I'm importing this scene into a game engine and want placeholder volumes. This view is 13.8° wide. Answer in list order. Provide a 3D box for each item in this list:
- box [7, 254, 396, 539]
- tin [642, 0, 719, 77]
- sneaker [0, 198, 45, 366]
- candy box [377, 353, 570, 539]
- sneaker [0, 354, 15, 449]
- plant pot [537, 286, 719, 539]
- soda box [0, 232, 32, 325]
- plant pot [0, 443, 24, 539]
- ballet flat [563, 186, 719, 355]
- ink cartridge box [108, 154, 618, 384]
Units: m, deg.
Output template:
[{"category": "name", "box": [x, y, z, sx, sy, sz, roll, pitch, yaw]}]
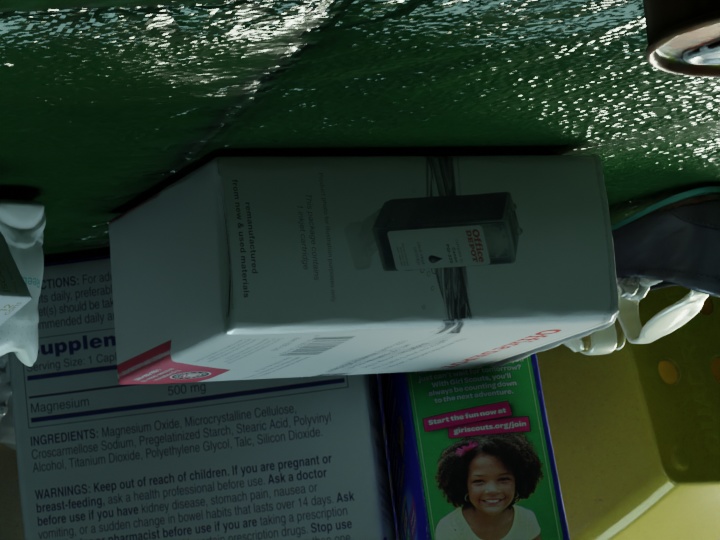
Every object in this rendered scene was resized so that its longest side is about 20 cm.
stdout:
[{"category": "box", "box": [-0.079, 0.092, 1.529, 0.183, 0.201, 0.105, -7, 170, 5]}, {"category": "tin", "box": [0.185, -0.105, 1.011, 0.199, 0.042, 0.112, -14, 164, 42]}, {"category": "sneaker", "box": [-0.219, 0.020, 1.385, 0.070, 0.081, 0.200, 0, 170, -44]}, {"category": "candy box", "box": [0.055, 0.105, 1.549, 0.076, 0.201, 0.170, -7, 146, -6]}, {"category": "sneaker", "box": [-0.222, 0.047, 1.591, 0.081, 0.076, 0.200, 20, 170, 18]}, {"category": "plant pot", "box": [0.160, 0.091, 1.771, 0.199, 0.201, 0.176, 1, 157, -38]}, {"category": "soda box", "box": [-0.240, 0.041, 1.309, 0.200, 0.064, 0.068, -38, 157, 26]}, {"category": "plant pot", "box": [-0.213, 0.197, 1.679, 0.199, 0.177, 0.201, 20, 144, 26]}, {"category": "ballet flat", "box": [0.132, 0.008, 1.575, 0.073, 0.074, 0.200, 0, 169, -34]}, {"category": "ink cartridge box", "box": [0.000, 0.000, 1.387, 0.199, 0.085, 0.146, 0, 169, -26]}]
